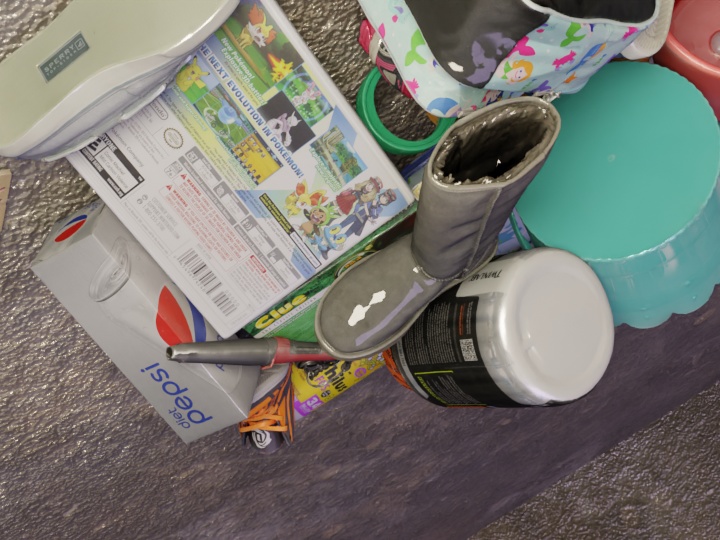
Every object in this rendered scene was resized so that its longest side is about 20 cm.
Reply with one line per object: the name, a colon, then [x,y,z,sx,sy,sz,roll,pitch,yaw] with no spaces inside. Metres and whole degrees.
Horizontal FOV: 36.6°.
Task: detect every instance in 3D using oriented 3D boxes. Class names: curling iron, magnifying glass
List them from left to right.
curling iron: [-0.075,0.072,0.866,0.050,0.026,0.198,-47,150,24]
magnifying glass: [0.080,-0.162,0.908,0.198,0.080,0.022,-32,-179,-22]

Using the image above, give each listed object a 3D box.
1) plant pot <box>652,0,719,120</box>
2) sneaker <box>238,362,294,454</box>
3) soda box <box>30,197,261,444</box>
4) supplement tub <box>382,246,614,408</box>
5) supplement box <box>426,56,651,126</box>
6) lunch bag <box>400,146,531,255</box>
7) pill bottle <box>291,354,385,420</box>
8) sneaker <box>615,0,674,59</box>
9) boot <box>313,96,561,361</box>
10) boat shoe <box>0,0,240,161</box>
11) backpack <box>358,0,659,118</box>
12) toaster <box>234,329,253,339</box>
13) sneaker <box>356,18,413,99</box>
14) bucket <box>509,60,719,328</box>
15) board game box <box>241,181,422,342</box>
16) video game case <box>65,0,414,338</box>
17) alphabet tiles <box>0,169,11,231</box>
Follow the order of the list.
plant pot: [0.333,-0.227,0.947,0.199,0.202,0.177,-31,166,2]
sneaker: [-0.094,0.128,1.022,0.076,0.114,0.200,1,-165,12]
soda box: [-0.162,0.040,0.852,0.067,0.064,0.201,-23,119,23]
supplement tub: [0.105,0.052,0.907,0.121,0.125,0.199,-15,-178,-30]
supplement box: [0.161,-0.168,0.984,0.197,0.067,0.069,-23,154,-20]
lunch bag: [0.120,-0.073,1.092,0.160,0.083,0.200,-37,155,11]
pill bottle: [-0.018,0.067,1.166,0.198,0.105,0.104,-33,156,2]
sneaker: [0.206,-0.250,0.833,0.075,0.084,0.202,41,65,-36]
boot: [0.046,-0.021,0.745,0.181,0.073,0.200,-40,174,-13]
boat shoe: [-0.154,-0.136,0.691,0.199,0.071,0.071,-32,166,10]
backpack: [0.097,-0.197,0.722,0.198,0.179,0.151,-14,159,-41]
toaster: [-0.047,-0.018,0.958,0.198,0.120,0.181,-2,143,-46]
sneaker: [0.097,-0.190,0.857,0.197,0.075,0.081,-24,155,-17]
bucket: [0.226,-0.068,0.930,0.206,0.209,0.135,-35,149,9]
board game box: [0.000,0.000,0.875,0.198,0.024,0.105,-33,156,3]
video game case: [-0.088,-0.075,0.774,0.181,0.022,0.201,-35,113,9]
alphabet tiles: [-0.343,-0.022,0.746,0.197,0.006,0.167,-14,150,-34]
